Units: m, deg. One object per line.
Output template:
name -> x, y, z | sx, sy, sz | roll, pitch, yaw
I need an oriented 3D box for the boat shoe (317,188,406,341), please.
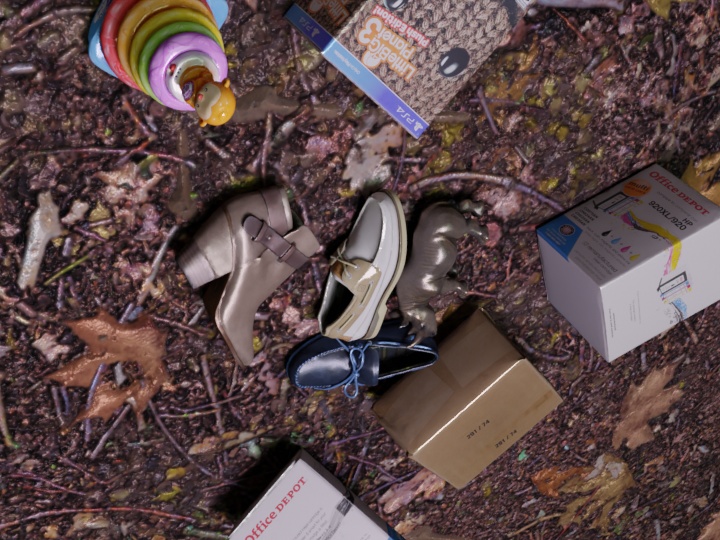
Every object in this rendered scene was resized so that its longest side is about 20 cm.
boat shoe -> 0.000, 0.000, 1.186 | 0.068, 0.075, 0.201 | -6, 124, -29

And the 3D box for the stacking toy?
stacking toy -> -0.154, -0.178, 0.880 | 0.109, 0.200, 0.116 | 22, 111, -39

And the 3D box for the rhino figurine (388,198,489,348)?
rhino figurine -> 0.087, 0.005, 1.240 | 0.087, 0.060, 0.201 | 9, 110, -28

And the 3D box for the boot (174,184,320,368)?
boot -> -0.111, 0.005, 1.129 | 0.146, 0.070, 0.201 | -32, 133, -10

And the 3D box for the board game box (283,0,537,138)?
board game box -> 0.055, -0.265, 1.010 | 0.200, 0.097, 0.159 | -49, 132, 9

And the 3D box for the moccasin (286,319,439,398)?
moccasin -> 0.008, 0.107, 1.272 | 0.199, 0.068, 0.081 | -17, 129, -20

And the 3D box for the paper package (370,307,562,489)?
paper package -> 0.146, 0.178, 1.368 | 0.200, 0.104, 0.191 | -43, 143, 3

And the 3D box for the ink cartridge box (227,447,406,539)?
ink cartridge box -> -0.052, 0.354, 1.326 | 0.200, 0.084, 0.145 | 42, 90, -1

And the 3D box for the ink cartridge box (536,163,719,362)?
ink cartridge box -> 0.360, -0.014, 1.339 | 0.199, 0.147, 0.145 | -28, 132, -10
